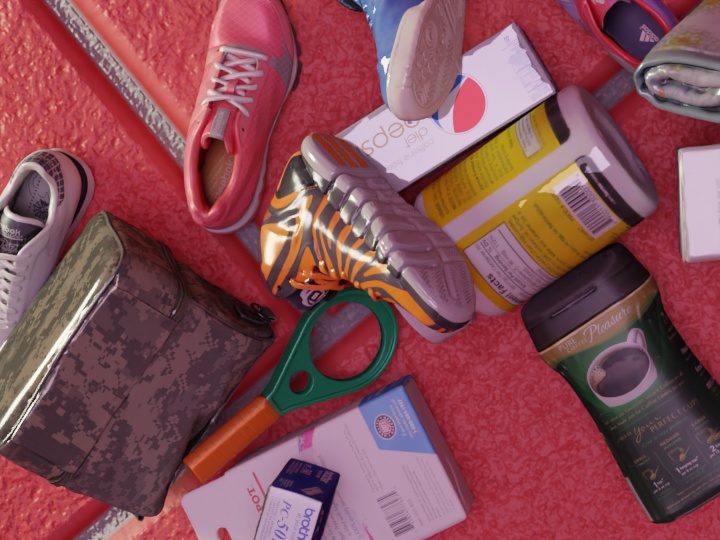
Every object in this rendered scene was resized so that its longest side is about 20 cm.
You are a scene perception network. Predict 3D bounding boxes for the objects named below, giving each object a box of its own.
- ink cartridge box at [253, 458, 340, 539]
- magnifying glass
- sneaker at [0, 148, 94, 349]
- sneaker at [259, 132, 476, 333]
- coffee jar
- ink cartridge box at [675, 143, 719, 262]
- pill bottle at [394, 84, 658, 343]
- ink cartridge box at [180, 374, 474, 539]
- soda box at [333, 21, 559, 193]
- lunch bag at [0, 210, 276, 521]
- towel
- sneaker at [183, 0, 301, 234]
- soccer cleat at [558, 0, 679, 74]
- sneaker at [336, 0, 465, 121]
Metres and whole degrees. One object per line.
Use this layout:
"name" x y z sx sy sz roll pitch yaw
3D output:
"ink cartridge box" -0.068 0.249 1.470 0.044 0.094 0.201 17 99 5
"magnifying glass" -0.054 0.090 1.525 0.200 0.022 0.080 -41 113 -10
"sneaker" -0.277 -0.002 1.557 0.076 0.081 0.201 19 99 5
"sneaker" 0.000 0.000 1.435 0.200 0.077 0.112 51 119 35
"coffee jar" 0.211 0.083 1.486 0.104 0.085 0.201 -34 90 17
"ink cartridge box" 0.329 -0.058 1.427 0.199 0.144 0.084 -6 93 8
"pill bottle" 0.112 -0.038 1.473 0.200 0.114 0.115 -35 89 17
"ink cartridge box" -0.026 0.178 1.539 0.199 0.068 0.116 -26 91 9
"soda box" 0.052 -0.109 1.503 0.199 0.068 0.064 -31 89 9
"lunch bag" -0.179 0.081 1.519 0.167 0.139 0.201 32 99 -24
"towel" 0.316 -0.148 1.389 0.199 0.171 0.048 17 125 27
"sneaker" -0.093 -0.124 1.515 0.073 0.087 0.202 10 96 7
"soccer cleat" 0.167 -0.217 1.472 0.200 0.076 0.067 44 99 3
"sneaker" 0.016 -0.197 1.466 0.111 0.077 0.201 -3 64 27
